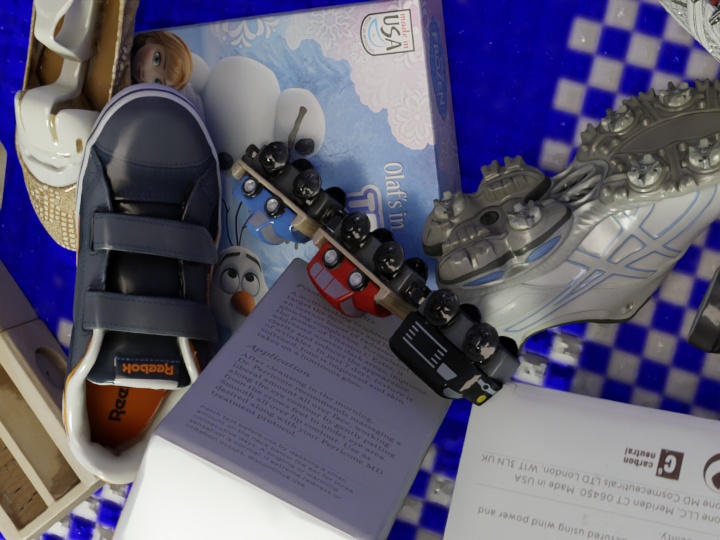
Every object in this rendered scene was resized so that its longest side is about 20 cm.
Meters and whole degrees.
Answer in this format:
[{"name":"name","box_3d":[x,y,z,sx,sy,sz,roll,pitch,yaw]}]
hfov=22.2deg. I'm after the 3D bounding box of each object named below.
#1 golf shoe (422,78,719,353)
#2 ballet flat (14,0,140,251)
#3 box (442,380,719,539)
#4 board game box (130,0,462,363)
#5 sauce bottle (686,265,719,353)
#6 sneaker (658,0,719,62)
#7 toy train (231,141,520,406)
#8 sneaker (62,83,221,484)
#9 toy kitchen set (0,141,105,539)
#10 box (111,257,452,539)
[{"name":"golf shoe","box_3d":[0.133,-0.024,0.908,0.198,0.079,0.098,-21,128,10]},{"name":"ballet flat","box_3d":[-0.151,-0.107,0.942,0.070,0.065,0.203,12,103,21]},{"name":"box","box_3d":[0.142,0.170,0.848,0.197,0.131,0.202,9,80,24]},{"name":"board game box","box_3d":[-0.045,-0.033,0.971,0.197,0.043,0.203,-5,96,19]},{"name":"sauce bottle","box_3d":[0.249,0.057,0.850,0.198,0.066,0.067,23,105,7]},{"name":"sneaker","box_3d":[0.195,-0.105,0.804,0.200,0.082,0.078,42,113,12]},{"name":"toy train","box_3d":[0.000,0.000,0.882,0.046,0.034,0.200,-51,54,5]},{"name":"sneaker","box_3d":[-0.108,0.011,0.925,0.077,0.079,0.202,3,107,-15]},{"name":"toy kitchen set","box_3d":[-0.208,0.045,0.955,0.163,0.200,0.181,-38,85,20]},{"name":"box","box_3d":[-0.040,0.112,0.868,0.105,0.200,0.153,26,116,5]}]
